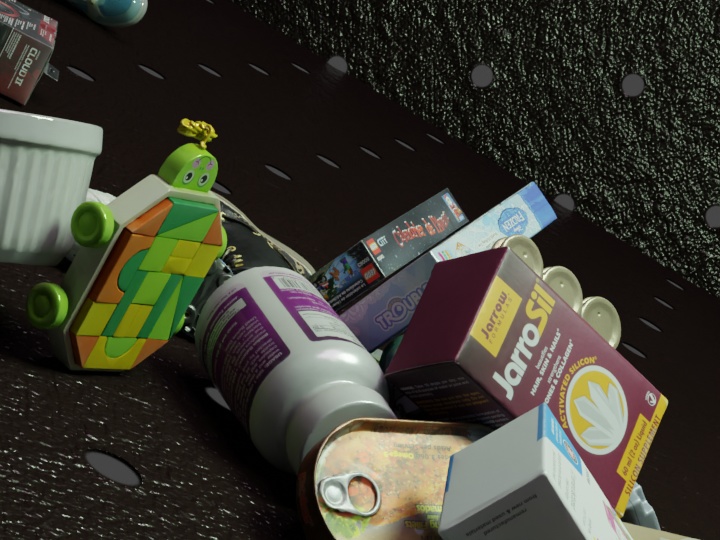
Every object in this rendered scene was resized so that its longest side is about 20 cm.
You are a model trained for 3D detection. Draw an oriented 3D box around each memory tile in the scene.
[{"bbox_3d":[0.136,0.086,1.478,0.153,0.201,0.017,34,-28,-30],"label":"memory tile"}]

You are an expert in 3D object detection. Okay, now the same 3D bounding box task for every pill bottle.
[{"bbox_3d":[-0.045,0.087,1.409,0.112,0.113,0.200,21,16,-33],"label":"pill bottle"}]

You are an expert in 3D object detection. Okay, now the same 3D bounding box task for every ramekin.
[{"bbox_3d":[-0.289,-0.065,1.337,0.198,0.106,0.200,7,2,0],"label":"ramekin"}]

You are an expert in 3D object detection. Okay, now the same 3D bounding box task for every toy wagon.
[{"bbox_3d":[-0.155,-0.016,1.353,0.039,0.201,0.155,38,15,26],"label":"toy wagon"}]

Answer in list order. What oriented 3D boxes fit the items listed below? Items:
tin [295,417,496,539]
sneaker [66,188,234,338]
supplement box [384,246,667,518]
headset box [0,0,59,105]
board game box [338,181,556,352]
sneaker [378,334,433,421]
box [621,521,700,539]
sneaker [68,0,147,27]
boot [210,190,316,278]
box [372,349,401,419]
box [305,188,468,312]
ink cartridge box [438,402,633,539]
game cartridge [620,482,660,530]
[{"bbox_3d":[0.044,0.165,1.307,0.199,0.042,0.113,7,59,-33],"label":"tin"},{"bbox_3d":[-0.176,-0.003,1.573,0.199,0.072,0.072,35,-7,-5],"label":"sneaker"},{"bbox_3d":[0.127,0.089,1.402,0.200,0.111,0.085,42,-32,-25],"label":"supplement box"},{"bbox_3d":[-0.414,-0.260,2.003,0.199,0.075,0.149,26,13,-15],"label":"headset box"},{"bbox_3d":[0.047,0.017,1.571,0.044,0.200,0.199,55,36,2],"label":"board game box"},{"bbox_3d":[0.122,0.103,1.528,0.198,0.078,0.140,-13,33,-5],"label":"sneaker"},{"bbox_3d":[0.223,0.254,1.409,0.199,0.095,0.078,20,15,-43],"label":"box"},{"bbox_3d":[-0.401,-0.399,2.573,0.199,0.080,0.130,25,8,24],"label":"sneaker"},{"bbox_3d":[-0.127,-0.007,1.689,0.199,0.073,0.151,34,12,-9],"label":"boot"},{"bbox_3d":[0.035,0.126,1.598,0.038,0.042,0.200,19,17,-30],"label":"box"},{"bbox_3d":[0.000,0.000,1.594,0.038,0.136,0.200,56,28,1],"label":"box"},{"bbox_3d":[0.141,0.208,1.227,0.201,0.084,0.145,58,12,-9],"label":"ink cartridge box"},{"bbox_3d":[0.198,0.190,1.566,0.134,0.041,0.200,63,-7,-33],"label":"game cartridge"}]
